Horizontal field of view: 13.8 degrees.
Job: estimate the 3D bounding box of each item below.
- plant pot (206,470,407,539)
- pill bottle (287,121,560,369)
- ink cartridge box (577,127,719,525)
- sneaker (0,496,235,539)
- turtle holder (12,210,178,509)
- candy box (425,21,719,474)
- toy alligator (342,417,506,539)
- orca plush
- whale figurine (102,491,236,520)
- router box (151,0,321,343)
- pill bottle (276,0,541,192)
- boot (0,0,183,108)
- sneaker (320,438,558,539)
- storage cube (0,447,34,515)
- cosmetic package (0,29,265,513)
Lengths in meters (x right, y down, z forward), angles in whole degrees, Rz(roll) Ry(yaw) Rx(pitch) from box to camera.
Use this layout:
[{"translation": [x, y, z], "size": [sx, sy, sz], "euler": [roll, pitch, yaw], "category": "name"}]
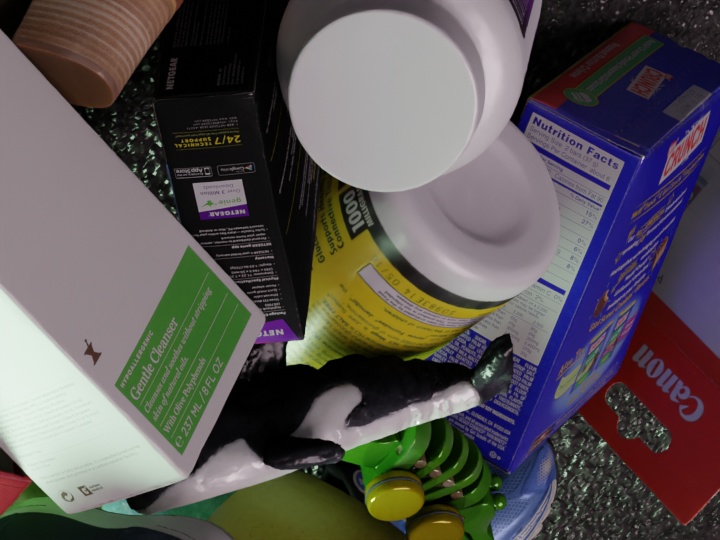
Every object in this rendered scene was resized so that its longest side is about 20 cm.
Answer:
[{"translation": [-0.005, 0.220, 1.564], "size": [0.200, 0.142, 0.200], "euler": [-32, 129, -49], "category": "plant pot"}, {"translation": [0.000, 0.000, 1.511], "size": [0.112, 0.113, 0.200], "euler": [6, 150, -37], "category": "pill bottle"}, {"translation": [0.200, 0.018, 1.672], "size": [0.200, 0.163, 0.057], "euler": [-44, 134, 2], "category": "ink cartridge box"}, {"translation": [-0.167, 0.164, 1.378], "size": [0.146, 0.202, 0.077], "euler": [-26, 101, -42], "category": "sneaker"}, {"translation": [-0.138, 0.045, 1.458], "size": [0.132, 0.141, 0.186], "euler": [8, 87, -25], "category": "turtle holder"}, {"translation": [0.115, -0.015, 1.597], "size": [0.169, 0.077, 0.200], "euler": [-35, 151, -60], "category": "candy box"}, {"translation": [0.049, 0.115, 1.557], "size": [0.054, 0.059, 0.200], "euler": [-29, 137, 20], "category": "toy alligator"}, {"translation": [-0.024, 0.055, 1.435], "size": [0.200, 0.105, 0.071], "euler": [-16, 93, -5], "category": "orca plush"}, {"translation": [-0.122, 0.136, 1.582], "size": [0.159, 0.104, 0.200], "euler": [-27, 131, -14], "category": "whale figurine"}, {"translation": [-0.053, -0.085, 1.399], "size": [0.051, 0.200, 0.149], "euler": [-4, 131, 8], "category": "router box"}, {"translation": [0.022, -0.106, 1.345], "size": [0.111, 0.200, 0.112], "euler": [3, 111, 7], "category": "pill bottle"}, {"translation": [-0.162, -0.165, 1.337], "size": [0.074, 0.200, 0.155], "euler": [93, 19, -63], "category": "boot"}, {"translation": [0.025, 0.143, 1.708], "size": [0.200, 0.079, 0.089], "euler": [-30, 137, -12], "category": "sneaker"}, {"translation": [-0.285, 0.072, 1.354], "size": [0.171, 0.200, 0.180], "euler": [21, 121, -43], "category": "storage cube"}, {"translation": [-0.147, -0.001, 1.295], "size": [0.085, 0.108, 0.200], "euler": [-19, 124, 39], "category": "cosmetic package"}]
